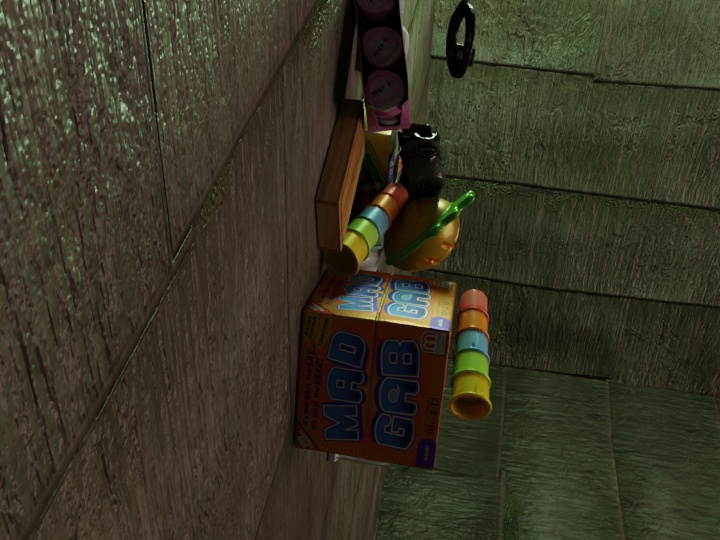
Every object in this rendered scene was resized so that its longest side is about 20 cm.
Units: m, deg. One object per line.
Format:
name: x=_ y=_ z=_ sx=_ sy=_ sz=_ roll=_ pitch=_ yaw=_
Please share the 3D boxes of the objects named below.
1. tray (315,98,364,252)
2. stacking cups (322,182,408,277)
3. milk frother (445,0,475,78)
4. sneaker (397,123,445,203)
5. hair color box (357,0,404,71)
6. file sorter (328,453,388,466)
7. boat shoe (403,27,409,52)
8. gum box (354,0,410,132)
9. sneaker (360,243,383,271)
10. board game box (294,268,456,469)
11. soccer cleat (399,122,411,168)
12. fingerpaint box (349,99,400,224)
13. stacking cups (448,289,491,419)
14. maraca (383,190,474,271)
tray: x=-0.025 y=-0.136 z=1.208 sx=0.100 sy=0.036 sz=0.203 roll=89 pitch=9 yaw=-51
stacking cups: x=0.012 y=-0.071 z=1.285 sx=0.201 sy=0.059 sz=0.061 roll=-55 pitch=155 yaw=-45
milk frother: x=0.062 y=-0.359 z=1.072 sx=0.180 sy=0.184 sz=0.205 roll=-12 pitch=110 yaw=-82
sneaker: x=0.094 y=-0.168 z=1.405 sx=0.200 sy=0.074 sz=0.117 roll=104 pitch=-15 yaw=-74
hair color box: x=0.037 y=-0.416 z=1.347 sx=0.100 sy=0.059 sz=0.204 roll=-63 pitch=158 yaw=-72
file sorter: x=0.017 y=0.300 z=1.667 sx=0.200 sy=0.122 sz=0.142 roll=57 pitch=41 yaw=-81
boat shoe: x=0.045 y=-0.345 z=1.552 sx=0.062 sy=0.071 sz=0.205 roll=-4 pitch=99 yaw=-58
gum box: x=0.032 y=-0.303 z=1.218 sx=0.114 sy=0.065 sz=0.205 roll=67 pitch=18 yaw=-80
sneaker: x=0.000 y=0.000 z=1.402 sx=0.200 sy=0.073 sz=0.102 roll=18 pitch=78 yaw=-83
board game box: x=0.026 y=0.130 z=1.222 sx=0.200 sy=0.195 sz=0.204 roll=-64 pitch=161 yaw=-71
soccer cleat: x=0.051 y=-0.204 z=1.649 sx=0.068 sy=0.072 sz=0.204 roll=74 pitch=23 yaw=-74
fingerpaint box: x=0.027 y=-0.192 z=1.442 sx=0.201 sy=0.072 sz=0.170 roll=-73 pitch=168 yaw=-59
stacking cups: x=0.162 y=0.111 z=1.227 sx=0.061 sy=0.059 sz=0.203 roll=90 pitch=8 yaw=-49
maraca: x=0.107 y=-0.065 z=1.353 sx=0.137 sy=0.107 sz=0.199 roll=-48 pitch=-172 yaw=-35
